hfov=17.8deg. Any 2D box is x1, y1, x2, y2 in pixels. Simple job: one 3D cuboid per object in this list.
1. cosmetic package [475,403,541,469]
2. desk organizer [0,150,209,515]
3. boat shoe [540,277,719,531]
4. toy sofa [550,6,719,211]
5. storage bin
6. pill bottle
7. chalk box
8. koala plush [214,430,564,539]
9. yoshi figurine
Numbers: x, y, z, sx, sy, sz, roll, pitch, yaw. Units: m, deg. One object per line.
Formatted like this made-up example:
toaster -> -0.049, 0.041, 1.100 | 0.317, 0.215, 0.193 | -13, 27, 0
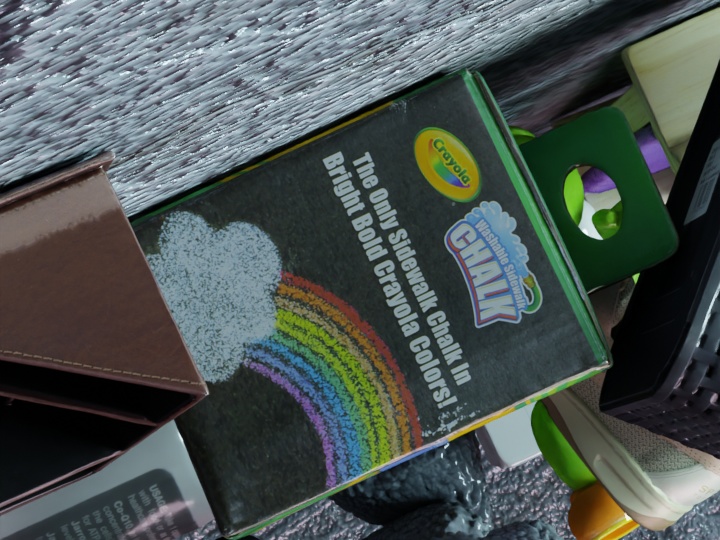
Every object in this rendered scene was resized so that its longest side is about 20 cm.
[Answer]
cosmetic package -> 0.150, 0.022, 1.598 | 0.200, 0.167, 0.166 | -26, 176, -2
desk organizer -> -0.113, 0.032, 0.744 | 0.072, 0.077, 0.200 | -24, 176, -19
boat shoe -> 0.089, 0.016, 0.975 | 0.065, 0.200, 0.072 | -39, -179, 23
toy sofa -> 0.161, -0.058, 1.106 | 0.083, 0.098, 0.200 | -22, 176, -8
storage bin -> 0.176, -0.024, 0.885 | 0.135, 0.094, 0.200 | 131, -18, -81
pill bottle -> -0.130, 0.082, 1.045 | 0.200, 0.113, 0.113 | -24, 176, -5
chalk box -> 0.019, 0.006, 0.885 | 0.200, 0.125, 0.124 | -24, 176, 0
koala plush -> -0.028, 0.172, 0.967 | 0.200, 0.184, 0.177 | -6, -155, -19
yoshi figurine -> 0.092, 0.019, 1.047 | 0.112, 0.200, 0.112 | -16, 161, -33
